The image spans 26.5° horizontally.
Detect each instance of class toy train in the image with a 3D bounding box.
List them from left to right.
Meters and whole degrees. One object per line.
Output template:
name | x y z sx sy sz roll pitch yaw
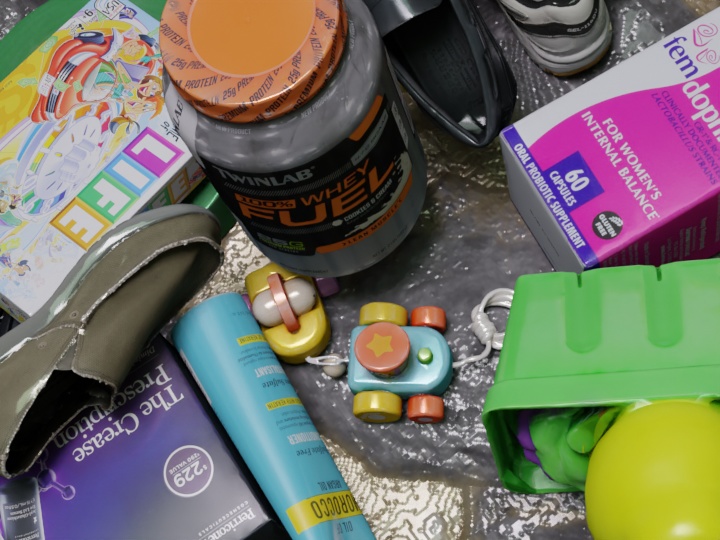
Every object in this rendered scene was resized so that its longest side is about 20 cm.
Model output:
toy train | 0.000 0.000 0.943 0.200 0.056 0.150 39 82 21

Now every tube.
tube | -0.044 0.108 0.898 0.050 0.077 0.201 -42 69 27

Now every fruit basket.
fruit basket | 0.168 0.099 0.819 0.213 0.156 0.218 -5 62 10

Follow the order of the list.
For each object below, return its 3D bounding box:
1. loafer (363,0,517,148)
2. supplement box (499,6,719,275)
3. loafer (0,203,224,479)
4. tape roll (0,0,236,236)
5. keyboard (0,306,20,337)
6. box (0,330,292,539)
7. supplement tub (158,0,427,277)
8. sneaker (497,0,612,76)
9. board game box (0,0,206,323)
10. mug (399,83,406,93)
loafer | 0.026 -0.159 0.873 0.068 0.071 0.201 -29 109 20
supplement box | 0.195 -0.072 0.906 0.199 0.104 0.102 -30 66 -2
loafer | -0.148 0.045 0.871 0.200 0.075 0.070 -43 59 -7
tape roll | -0.162 -0.092 1.013 0.198 0.048 0.203 -4 70 10
keyboard | -0.245 0.015 0.931 0.103 0.040 0.202 -2 63 17
box | -0.160 0.155 0.909 0.199 0.079 0.142 -35 70 -2
supplement tub | -0.036 -0.086 0.850 0.121 0.200 0.124 -5 66 12
sneaker | 0.094 -0.221 0.987 0.075 0.088 0.200 -38 66 -2
board game box | -0.175 -0.071 0.942 0.134 0.034 0.200 35 68 19
mug | -0.005 -0.220 0.963 0.152 0.187 0.150 -23 32 26
